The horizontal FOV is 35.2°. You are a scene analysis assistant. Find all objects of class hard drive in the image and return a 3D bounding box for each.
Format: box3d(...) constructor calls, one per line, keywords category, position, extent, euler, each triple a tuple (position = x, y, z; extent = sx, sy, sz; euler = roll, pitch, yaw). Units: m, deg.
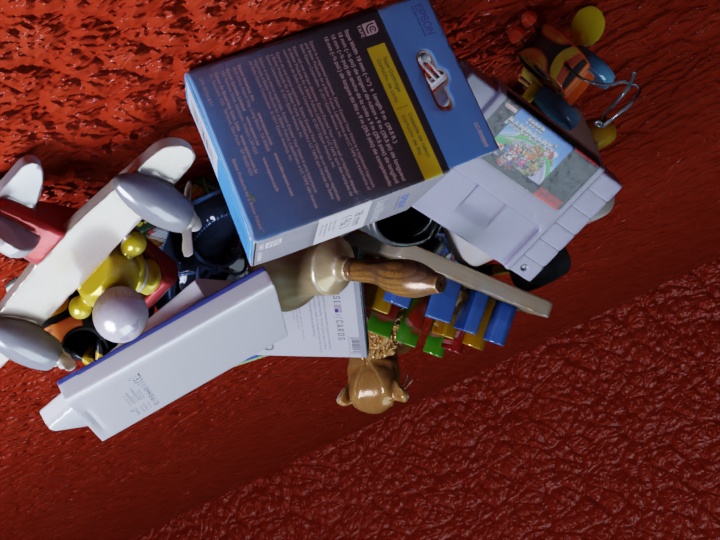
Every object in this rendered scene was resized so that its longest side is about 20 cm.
box3d(category="hard drive", position=(-0.162, 0.077, 1.019), extent=(0.198, 0.026, 0.132), euler=(-30, 159, -10))
box3d(category="hard drive", position=(-0.192, 0.079, 1.072), extent=(0.199, 0.026, 0.132), euler=(-39, 166, 15))

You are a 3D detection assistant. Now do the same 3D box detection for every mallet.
box3d(category="mallet", position=(0.155, 0.002, 1.315), extent=(0.065, 0.042, 0.199), euler=(-24, -171, -33))

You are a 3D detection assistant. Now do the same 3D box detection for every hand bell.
box3d(category="hand bell", position=(0.000, 0.000, 1.025), extent=(0.198, 0.106, 0.103), euler=(10, -167, 44))

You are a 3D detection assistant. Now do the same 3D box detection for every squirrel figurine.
box3d(category="squirrel figurine", position=(0.011, 0.080, 1.452), extent=(0.139, 0.189, 0.200), euler=(1, 157, 8))

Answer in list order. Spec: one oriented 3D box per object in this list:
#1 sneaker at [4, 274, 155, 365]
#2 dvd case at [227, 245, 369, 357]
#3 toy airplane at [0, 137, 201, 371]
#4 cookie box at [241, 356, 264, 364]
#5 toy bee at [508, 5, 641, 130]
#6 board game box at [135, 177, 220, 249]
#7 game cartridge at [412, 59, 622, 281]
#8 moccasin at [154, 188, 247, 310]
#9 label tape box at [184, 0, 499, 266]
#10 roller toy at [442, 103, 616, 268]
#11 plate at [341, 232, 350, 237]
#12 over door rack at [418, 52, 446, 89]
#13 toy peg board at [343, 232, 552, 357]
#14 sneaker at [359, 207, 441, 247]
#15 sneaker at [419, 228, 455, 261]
box3d(category="sneaker", position=(-0.254, 0.053, 1.076), extent=(0.069, 0.091, 0.200), euler=(-28, 163, 15))
box3d(category="dvd case", position=(-0.093, 0.034, 1.200), extent=(0.197, 0.025, 0.152), euler=(1, 135, 6))
box3d(category="toy airplane", position=(-0.220, -0.005, 0.906), extent=(0.197, 0.142, 0.201), euler=(-25, 155, -29))
box3d(category="cookie box", position=(-0.132, 0.051, 1.388), extent=(0.169, 0.076, 0.200), euler=(-18, 165, -21))
box3d(category="toy bee", position=(0.178, -0.190, 1.020), extent=(0.131, 0.109, 0.200), euler=(-51, -171, -19))
box3d(category="board game box", position=(-0.206, -0.027, 1.103), extent=(0.198, 0.024, 0.105), euler=(-28, 167, 16))
box3d(category="game cartridge", position=(0.121, -0.081, 0.978), extent=(0.199, 0.039, 0.130), euler=(29, 119, -31))
box3d(category="moccasin", position=(-0.146, -0.009, 1.077), extent=(0.080, 0.069, 0.200), euler=(-16, 162, -28))
box3d(category="label tape box", position=(-0.016, -0.107, 0.862), extent=(0.197, 0.146, 0.063), euler=(-20, 165, -12))
box3d(category="roller toy", position=(0.167, -0.097, 1.203), extent=(0.198, 0.142, 0.182), euler=(-23, 176, 34))
box3d(category="plate", position=(-0.024, -0.066, 1.190), extent=(0.198, 0.033, 0.200), euler=(-27, 169, -7))
box3d(category="over door rack", position=(-0.003, -0.124, 0.983), extent=(0.198, 0.067, 0.148), euler=(-27, 165, 14))
box3d(category="toy peg board", position=(0.073, 0.039, 1.269), extent=(0.198, 0.099, 0.199), euler=(21, 177, -24))
box3d(category="sneaker", position=(0.078, -0.075, 1.055), extent=(0.197, 0.072, 0.099), euler=(-21, -153, -11))
box3d(category="sneaker", position=(0.099, -0.037, 1.481), extent=(0.077, 0.076, 0.201), euler=(-9, 154, -16))
